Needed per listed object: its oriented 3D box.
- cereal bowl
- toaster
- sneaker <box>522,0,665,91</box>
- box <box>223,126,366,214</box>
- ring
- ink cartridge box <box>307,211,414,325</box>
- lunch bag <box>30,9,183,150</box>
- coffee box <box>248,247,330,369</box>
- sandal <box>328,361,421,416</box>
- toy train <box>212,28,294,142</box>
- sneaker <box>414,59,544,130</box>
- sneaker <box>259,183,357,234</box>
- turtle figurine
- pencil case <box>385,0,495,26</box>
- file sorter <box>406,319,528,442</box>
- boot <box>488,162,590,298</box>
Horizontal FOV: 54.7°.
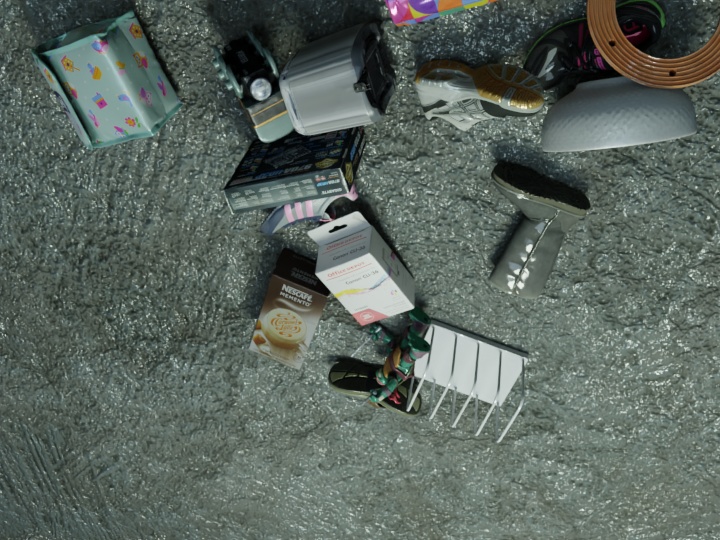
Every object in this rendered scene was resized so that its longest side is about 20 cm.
[{"bbox_3d":[0.339,-0.212,0.927,0.194,0.200,0.086,-4,101,16],"label":"cereal bowl"},{"bbox_3d":[-0.029,-0.261,0.963,0.126,0.202,0.116,-10,122,19],"label":"toaster"},{"bbox_3d":[0.305,-0.296,0.930,0.196,0.085,0.077,-23,117,27],"label":"sneaker"},{"bbox_3d":[-0.098,-0.164,1.077,0.194,0.161,0.047,-8,126,18],"label":"box"},{"bbox_3d":[0.379,-0.324,0.863,0.194,0.019,0.207,0,84,4],"label":"ring"},{"bbox_3d":[0.000,0.000,1.205,0.114,0.069,0.201,-20,132,26],"label":"ink cartridge box"},{"bbox_3d":[-0.410,-0.289,1.089,0.195,0.123,0.173,-5,127,27],"label":"lunch bag"},{"bbox_3d":[-0.130,0.075,1.309,0.112,0.081,0.203,20,128,-3],"label":"coffee box"},{"bbox_3d":[0.030,0.237,1.401,0.196,0.081,0.058,18,146,8],"label":"sandal"},{"bbox_3d":[-0.153,-0.267,1.003,0.084,0.201,0.116,-26,127,-5],"label":"toy train"},{"bbox_3d":[0.172,-0.242,0.996,0.197,0.076,0.089,21,144,32],"label":"sneaker"},{"bbox_3d":[-0.089,-0.102,1.170,0.198,0.070,0.082,-35,100,33],"label":"sneaker"},{"bbox_3d":[0.060,0.166,1.302,0.099,0.152,0.201,12,135,-30],"label":"turtle figurine"},{"bbox_3d":[0.126,-0.385,0.914,0.194,0.089,0.090,-9,124,17],"label":"pencil case"},{"bbox_3d":[0.197,0.215,1.304,0.195,0.126,0.141,19,129,-2],"label":"file sorter"},{"bbox_3d":[0.257,-0.059,1.135,0.178,0.073,0.202,24,134,-2],"label":"boot"}]
